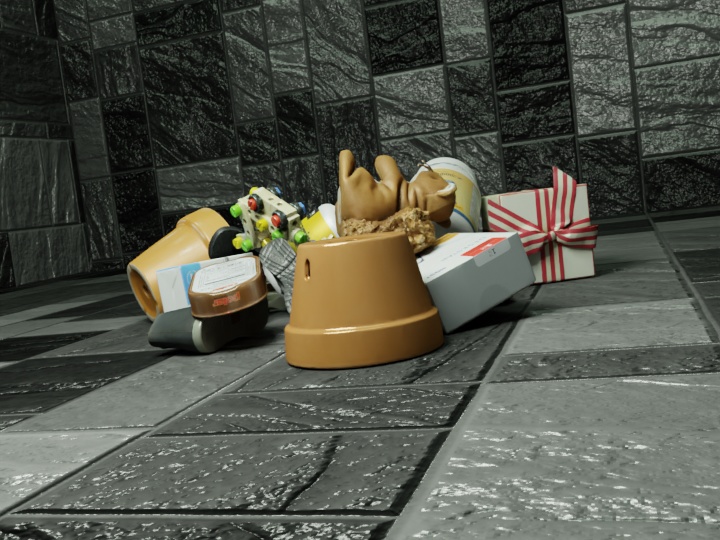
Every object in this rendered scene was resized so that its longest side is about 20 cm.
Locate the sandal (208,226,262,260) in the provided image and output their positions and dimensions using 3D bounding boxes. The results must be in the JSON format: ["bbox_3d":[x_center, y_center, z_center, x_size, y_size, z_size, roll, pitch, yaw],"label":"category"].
[{"bbox_3d":[-0.223,-0.035,1.446,0.075,0.048,0.200,-46,-23,0],"label":"sandal"}]

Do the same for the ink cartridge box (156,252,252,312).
[{"bbox_3d":[-0.227,0.037,1.334,0.066,0.117,0.199,-11,2,39],"label":"ink cartridge box"}]

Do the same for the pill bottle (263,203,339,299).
[{"bbox_3d":[-0.068,-0.040,1.400,0.199,0.113,0.112,-38,2,6],"label":"pill bottle"}]

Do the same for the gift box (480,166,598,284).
[{"bbox_3d":[0.308,-0.078,1.467,0.182,0.203,0.187,-12,7,-4],"label":"gift box"}]

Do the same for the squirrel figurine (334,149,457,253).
[{"bbox_3d":[0.060,-0.084,1.251,0.184,0.143,0.202,0,47,-7],"label":"squirrel figurine"}]

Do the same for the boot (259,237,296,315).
[{"bbox_3d":[-0.069,0.045,1.216,0.069,0.201,0.132,-33,-40,1],"label":"boot"}]

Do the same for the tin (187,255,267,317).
[{"bbox_3d":[-0.194,0.020,1.186,0.111,0.042,0.200,-18,15,-4],"label":"tin"}]

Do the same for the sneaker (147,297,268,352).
[{"bbox_3d":[-0.223,0.069,1.220,0.105,0.076,0.200,-1,8,26],"label":"sneaker"}]

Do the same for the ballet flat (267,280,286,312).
[{"bbox_3d":[-0.185,0.049,1.482,0.197,0.075,0.074,-10,5,0],"label":"ballet flat"}]

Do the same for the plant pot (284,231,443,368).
[{"bbox_3d":[-0.002,0.030,1.001,0.197,0.142,0.200,-6,6,1],"label":"plant pot"}]

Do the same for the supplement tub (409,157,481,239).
[{"bbox_3d":[0.145,-0.100,1.478,0.143,0.146,0.201,-6,37,17],"label":"supplement tub"}]

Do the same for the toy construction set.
[{"bbox_3d":[-0.129,-0.063,1.298,0.198,0.132,0.092,22,43,26],"label":"toy construction set"}]

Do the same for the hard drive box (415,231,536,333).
[{"bbox_3d":[0.125,0.012,1.153,0.155,0.078,0.200,-28,12,-19],"label":"hard drive box"}]

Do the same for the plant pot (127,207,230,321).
[{"bbox_3d":[-0.340,0.006,1.572,0.182,0.202,0.199,-28,15,-31],"label":"plant pot"}]
